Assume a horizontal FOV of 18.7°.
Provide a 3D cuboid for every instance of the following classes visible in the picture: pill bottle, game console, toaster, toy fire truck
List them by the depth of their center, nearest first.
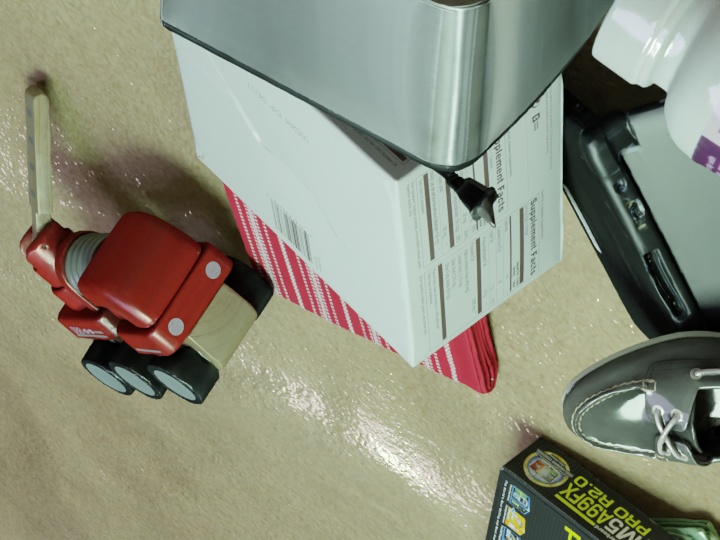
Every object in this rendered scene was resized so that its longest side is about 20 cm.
[{"bbox_3d":[0.207,-0.078,0.972,0.199,0.112,0.113,33,151,9],"label":"pill bottle"},{"bbox_3d":[0.028,-0.155,1.000,0.199,0.181,0.119,29,149,19],"label":"toaster"},{"bbox_3d":[0.190,-0.034,1.155,0.201,0.116,0.176,59,176,-31],"label":"game console"},{"bbox_3d":[-0.175,-0.020,1.513,0.200,0.129,0.176,41,161,-24],"label":"toy fire truck"}]

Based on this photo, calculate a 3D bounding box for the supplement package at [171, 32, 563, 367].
[{"bbox_3d":[0.003,-0.081,1.157,0.200,0.111,0.156,44,158,31],"label":"supplement package"}]

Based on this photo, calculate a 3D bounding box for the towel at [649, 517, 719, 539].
[{"bbox_3d":[0.219,0.259,1.477,0.152,0.023,0.201,-8,109,54],"label":"towel"}]

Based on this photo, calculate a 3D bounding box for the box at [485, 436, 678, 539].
[{"bbox_3d":[0.153,0.232,1.482,0.160,0.044,0.201,38,141,28],"label":"box"}]

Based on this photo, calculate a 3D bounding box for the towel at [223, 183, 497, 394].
[{"bbox_3d":[0.000,0.000,1.426,0.199,0.023,0.145,25,151,28],"label":"towel"}]

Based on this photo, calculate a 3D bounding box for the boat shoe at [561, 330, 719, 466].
[{"bbox_3d":[0.201,0.071,1.131,0.198,0.057,0.067,-8,127,13],"label":"boat shoe"}]
